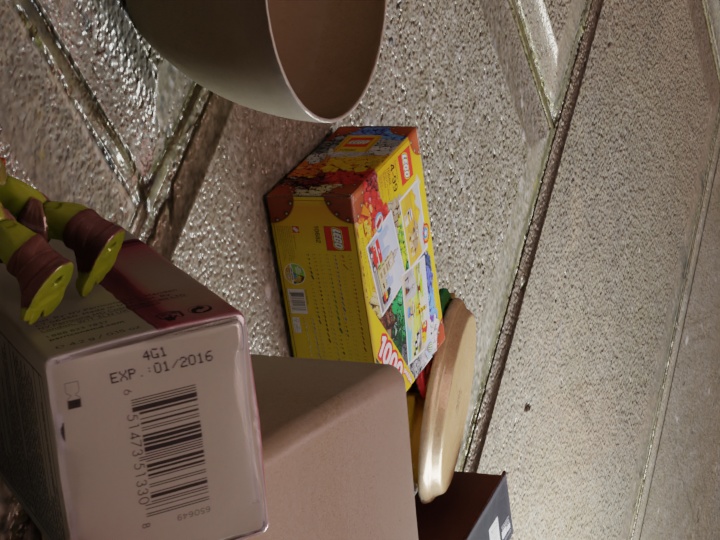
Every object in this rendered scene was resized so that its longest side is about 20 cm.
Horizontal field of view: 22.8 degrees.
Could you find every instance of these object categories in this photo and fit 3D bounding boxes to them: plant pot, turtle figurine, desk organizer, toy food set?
[{"bbox_3d":[-0.094,0.172,1.146,0.177,0.200,0.200,-20,108,-54],"label":"plant pot"},{"bbox_3d":[-0.200,-0.048,0.919,0.064,0.161,0.200,-56,172,15],"label":"turtle figurine"},{"bbox_3d":[-0.080,-0.201,1.201,0.200,0.134,0.201,3,90,-67],"label":"plant pot"},{"bbox_3d":[0.074,0.266,1.677,0.200,0.077,0.072,-48,135,-56],"label":"desk organizer"},{"bbox_3d":[0.069,0.116,1.658,0.198,0.049,0.200,8,91,-80],"label":"toy food set"}]

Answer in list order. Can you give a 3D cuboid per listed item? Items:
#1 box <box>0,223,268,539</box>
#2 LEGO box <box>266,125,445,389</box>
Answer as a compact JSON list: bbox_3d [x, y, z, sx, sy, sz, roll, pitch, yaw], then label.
[{"bbox_3d":[-0.141,0.065,0.978,0.109,0.200,0.128,-14,111,-23],"label":"box"},{"bbox_3d":[0.000,0.000,1.479,0.149,0.077,0.200,-49,136,-55],"label":"LEGO box"}]
